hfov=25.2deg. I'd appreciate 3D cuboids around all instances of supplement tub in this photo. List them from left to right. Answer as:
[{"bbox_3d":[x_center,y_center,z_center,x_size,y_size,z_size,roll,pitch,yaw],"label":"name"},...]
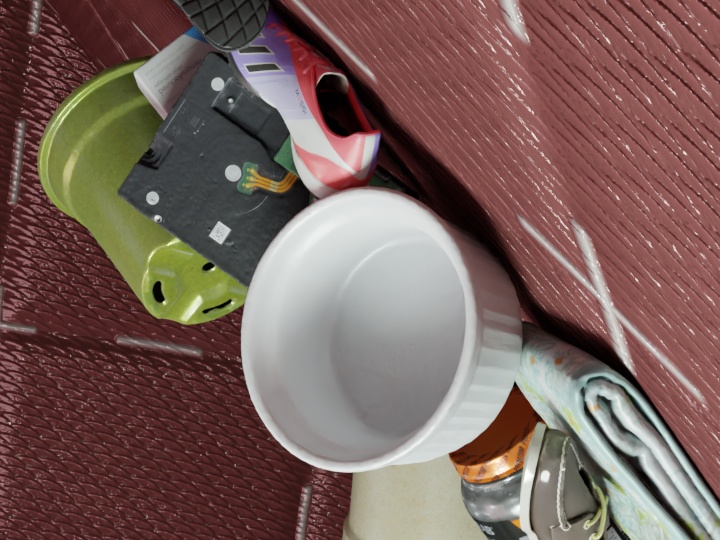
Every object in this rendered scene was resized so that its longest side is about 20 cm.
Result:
[{"bbox_3d":[0.163,0.199,1.315,0.200,0.122,0.123,54,173,-19],"label":"supplement tub"}]

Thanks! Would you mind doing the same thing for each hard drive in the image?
[{"bbox_3d":[-0.072,-0.060,1.267,0.200,0.140,0.038,35,-171,4],"label":"hard drive"}]

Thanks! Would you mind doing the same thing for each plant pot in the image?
[{"bbox_3d":[-0.169,-0.059,1.453,0.184,0.200,0.201,58,179,36],"label":"plant pot"},{"bbox_3d":[0.069,0.169,1.425,0.200,0.200,0.184,-144,48,-67],"label":"plant pot"}]

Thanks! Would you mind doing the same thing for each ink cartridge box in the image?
[{"bbox_3d":[-0.080,-0.115,1.328,0.200,0.115,0.068,51,174,-2],"label":"ink cartridge box"}]

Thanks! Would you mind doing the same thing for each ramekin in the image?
[{"bbox_3d":[0.020,0.046,1.163,0.201,0.201,0.098,48,-161,31],"label":"ramekin"}]

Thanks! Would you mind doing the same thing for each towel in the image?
[{"bbox_3d":[0.184,0.132,1.151,0.200,0.048,0.171,54,172,-15],"label":"towel"}]

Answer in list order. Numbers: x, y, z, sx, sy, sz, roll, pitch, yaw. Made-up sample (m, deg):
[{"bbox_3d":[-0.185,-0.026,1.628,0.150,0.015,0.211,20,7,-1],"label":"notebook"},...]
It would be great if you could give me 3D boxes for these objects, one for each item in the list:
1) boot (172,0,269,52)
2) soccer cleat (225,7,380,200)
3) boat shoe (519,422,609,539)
[{"bbox_3d":[-0.122,-0.228,1.216,0.200,0.070,0.132,62,172,19],"label":"boot"},{"bbox_3d":[-0.042,-0.143,1.207,0.200,0.068,0.073,61,143,28],"label":"soccer cleat"},{"bbox_3d":[0.151,0.178,1.165,0.059,0.072,0.200,11,144,19],"label":"boat shoe"}]
